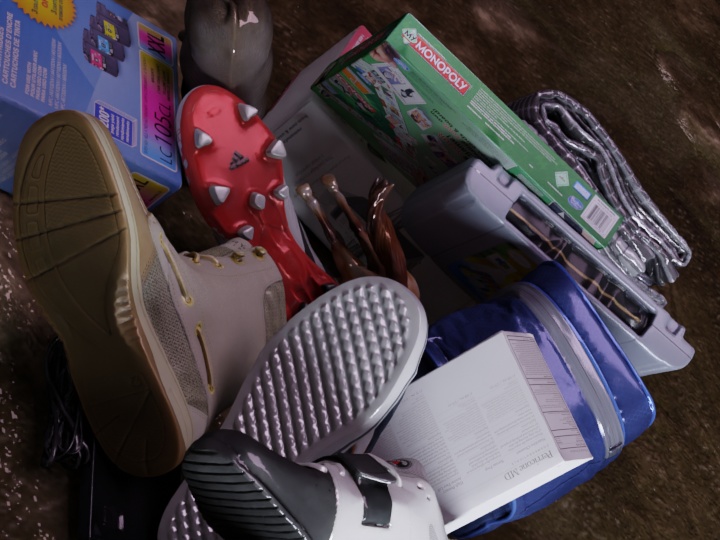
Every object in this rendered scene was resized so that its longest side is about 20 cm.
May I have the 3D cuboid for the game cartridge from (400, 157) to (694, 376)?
[{"bbox_3d":[0.122,0.007,1.042,0.200,0.133,0.040,40,73,-10],"label":"game cartridge"}]

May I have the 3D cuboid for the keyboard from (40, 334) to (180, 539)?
[{"bbox_3d":[-0.146,0.072,0.861,0.104,0.040,0.200,37,40,-46],"label":"keyboard"}]

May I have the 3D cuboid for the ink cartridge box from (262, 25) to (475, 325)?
[{"bbox_3d":[0.022,-0.068,1.158,0.200,0.085,0.146,48,33,-14],"label":"ink cartridge box"}]

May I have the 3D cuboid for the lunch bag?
[{"bbox_3d":[0.101,0.087,1.006,0.132,0.200,0.136,-27,83,-17],"label":"lunch bag"}]

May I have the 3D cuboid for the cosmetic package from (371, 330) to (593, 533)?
[{"bbox_3d":[0.028,0.118,0.878,0.051,0.200,0.083,11,52,-60],"label":"cosmetic package"}]

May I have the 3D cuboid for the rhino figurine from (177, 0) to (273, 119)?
[{"bbox_3d":[-0.090,-0.124,0.998,0.060,0.200,0.087,-6,57,-10],"label":"rhino figurine"}]

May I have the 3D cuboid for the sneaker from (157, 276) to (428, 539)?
[{"bbox_3d":[-0.031,0.089,0.842,0.078,0.200,0.079,42,6,22],"label":"sneaker"}]

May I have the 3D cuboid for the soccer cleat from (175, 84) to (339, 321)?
[{"bbox_3d":[-0.069,-0.026,0.969,0.069,0.085,0.200,-39,111,-26],"label":"soccer cleat"}]

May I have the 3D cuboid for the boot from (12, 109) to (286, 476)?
[{"bbox_3d":[-0.111,-0.002,0.853,0.155,0.072,0.200,-33,108,-61],"label":"boot"}]

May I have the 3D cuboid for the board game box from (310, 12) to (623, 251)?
[{"bbox_3d":[0.069,-0.081,1.029,0.200,0.135,0.029,42,70,-13],"label":"board game box"}]

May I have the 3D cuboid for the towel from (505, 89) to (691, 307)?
[{"bbox_3d":[0.175,-0.056,1.261,0.086,0.166,0.200,-44,100,-13],"label":"towel"}]

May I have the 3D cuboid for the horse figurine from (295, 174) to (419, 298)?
[{"bbox_3d":[0.000,0.000,1.025,0.050,0.200,0.133,-34,88,-14],"label":"horse figurine"}]

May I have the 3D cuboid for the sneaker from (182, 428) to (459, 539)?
[{"bbox_3d":[-0.010,0.122,0.774,0.200,0.074,0.089,46,60,-36],"label":"sneaker"}]

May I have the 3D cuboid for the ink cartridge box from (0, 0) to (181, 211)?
[{"bbox_3d":[-0.209,-0.121,0.914,0.200,0.076,0.136,25,42,-36],"label":"ink cartridge box"}]
